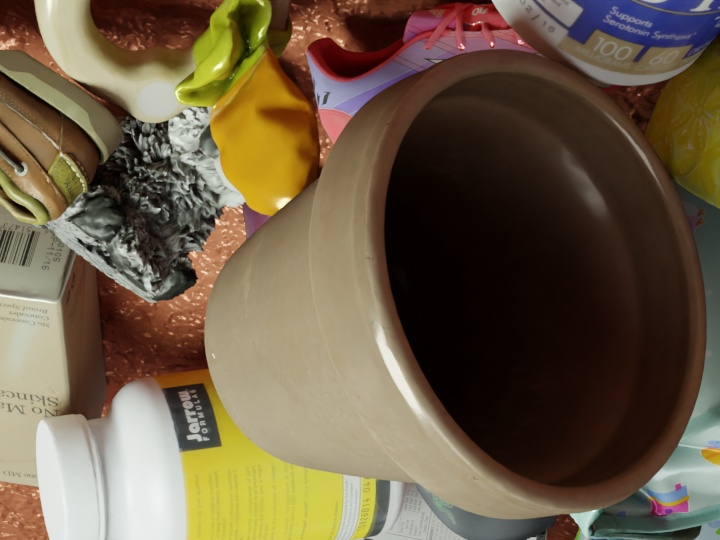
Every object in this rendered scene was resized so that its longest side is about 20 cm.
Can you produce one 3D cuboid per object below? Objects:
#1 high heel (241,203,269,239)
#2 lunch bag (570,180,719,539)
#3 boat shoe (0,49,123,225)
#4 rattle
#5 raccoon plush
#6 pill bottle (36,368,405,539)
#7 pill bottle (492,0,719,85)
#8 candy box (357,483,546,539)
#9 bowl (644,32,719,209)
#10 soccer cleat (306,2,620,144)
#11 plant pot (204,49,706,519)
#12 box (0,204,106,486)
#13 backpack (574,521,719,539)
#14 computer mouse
[{"bbox_3d":[0.000,0.000,1.291,0.067,0.096,0.200,-14,-172,-25],"label":"high heel"},{"bbox_3d":[0.156,0.036,1.227,0.200,0.170,0.122,-21,146,-14],"label":"lunch bag"},{"bbox_3d":[-0.218,-0.093,1.240,0.200,0.068,0.072,28,161,19],"label":"boat shoe"},{"bbox_3d":[-0.107,-0.128,1.155,0.130,0.143,0.200,-13,136,18],"label":"rattle"},{"bbox_3d":[-0.125,-0.078,1.310,0.200,0.134,0.097,32,169,26],"label":"raccoon plush"},{"bbox_3d":[-0.082,0.112,1.442,0.200,0.112,0.112,-7,147,-17],"label":"pill bottle"},{"bbox_3d":[0.141,-0.180,1.046,0.120,0.120,0.200,20,143,-12],"label":"pill bottle"},{"bbox_3d":[0.008,0.180,1.585,0.200,0.072,0.168,11,150,0],"label":"candy box"},{"bbox_3d":[0.238,-0.084,1.128,0.200,0.200,0.108,12,111,-1],"label":"bowl"},{"bbox_3d":[0.067,-0.106,1.215,0.200,0.067,0.076,-18,108,25],"label":"soccer cleat"},{"bbox_3d":[0.027,0.020,1.103,0.200,0.200,0.175,34,148,-28],"label":"plant pot"},{"bbox_3d":[-0.205,0.041,1.459,0.095,0.078,0.200,7,143,5],"label":"box"},{"bbox_3d":[0.188,0.233,1.514,0.147,0.200,0.183,8,144,3],"label":"backpack"},{"bbox_3d":[0.051,0.097,1.249,0.053,0.200,0.139,-31,93,-3],"label":"computer mouse"}]
